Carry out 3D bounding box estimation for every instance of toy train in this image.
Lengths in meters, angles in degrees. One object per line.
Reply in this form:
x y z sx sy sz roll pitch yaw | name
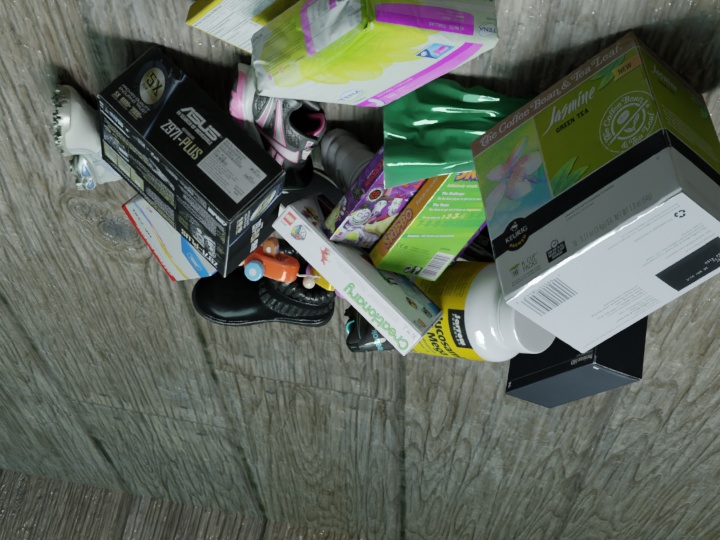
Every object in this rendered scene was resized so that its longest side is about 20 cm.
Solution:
-0.058 -0.024 1.867 0.149 0.056 0.200 20 -161 15 | toy train

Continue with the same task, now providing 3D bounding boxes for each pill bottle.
0.129 0.046 1.758 0.199 0.114 0.112 3 159 47 | pill bottle

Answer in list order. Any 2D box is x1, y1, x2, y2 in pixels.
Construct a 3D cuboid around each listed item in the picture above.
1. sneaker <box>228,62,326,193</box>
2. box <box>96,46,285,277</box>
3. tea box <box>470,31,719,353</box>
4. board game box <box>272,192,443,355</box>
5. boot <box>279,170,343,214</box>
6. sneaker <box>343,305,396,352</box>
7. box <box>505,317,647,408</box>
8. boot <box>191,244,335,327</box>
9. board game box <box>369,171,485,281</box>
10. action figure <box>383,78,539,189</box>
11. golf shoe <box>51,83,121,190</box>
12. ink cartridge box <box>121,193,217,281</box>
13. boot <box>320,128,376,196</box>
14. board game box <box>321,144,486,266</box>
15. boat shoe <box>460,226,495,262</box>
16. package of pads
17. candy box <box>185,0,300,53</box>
-0.074 -0.143 1.624 0.085 0.081 0.200 5 158 16 | sneaker
-0.182 -0.113 1.626 0.200 0.086 0.164 43 160 10 | box
0.228 -0.070 1.409 0.199 0.198 0.133 -34 135 28 | tea box
0.000 0.000 1.664 0.200 0.035 0.126 44 -164 4 | board game box
-0.103 -0.074 1.826 0.198 0.073 0.144 23 157 -6 | boot
0.015 0.042 1.914 0.078 0.200 0.076 -20 112 6 | sneaker
0.271 0.081 1.907 0.078 0.143 0.200 21 157 -21 | box
-0.128 0.020 2.044 0.208 0.081 0.158 1 165 -1 | boot
0.101 -0.072 1.631 0.095 0.030 0.200 12 129 -43 | board game box
0.122 -0.141 1.526 0.197 0.120 0.055 0 -177 4 | action figure
-0.297 -0.160 1.739 0.096 0.079 0.200 -7 163 0 | golf shoe
-0.216 -0.053 1.822 0.117 0.067 0.200 56 159 -10 | ink cartridge box
0.019 -0.087 1.712 0.096 0.073 0.200 48 174 34 | boot
0.064 -0.067 1.657 0.199 0.032 0.121 11 123 -44 | board game box
0.184 -0.027 1.782 0.198 0.074 0.068 27 166 -8 | boat shoe
0.006 -0.209 1.385 0.153 0.069 0.199 2 166 -34 | package of pads
-0.074 -0.254 1.424 0.101 0.027 0.199 24 155 -28 | candy box
